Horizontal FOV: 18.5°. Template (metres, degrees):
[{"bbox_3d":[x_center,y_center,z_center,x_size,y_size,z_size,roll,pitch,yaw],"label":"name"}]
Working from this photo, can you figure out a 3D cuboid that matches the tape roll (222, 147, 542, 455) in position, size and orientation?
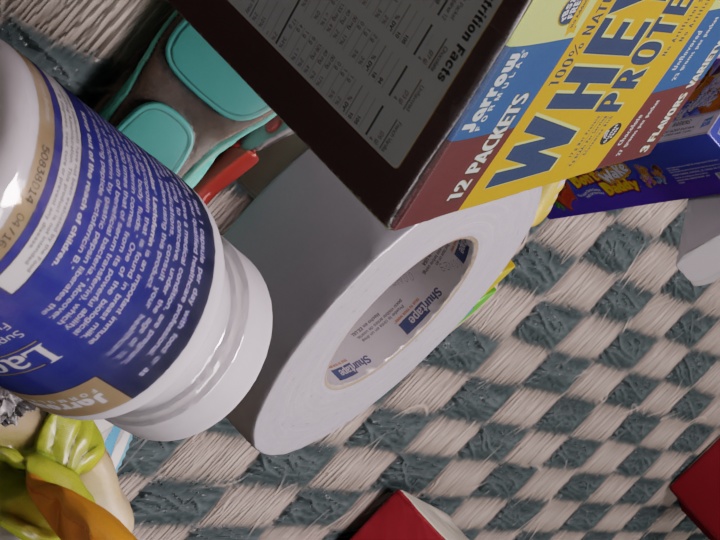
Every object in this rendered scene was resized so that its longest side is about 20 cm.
[{"bbox_3d":[0.000,0.000,1.109,0.200,0.066,0.201,-40,164,-14],"label":"tape roll"}]

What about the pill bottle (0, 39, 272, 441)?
[{"bbox_3d":[-0.126,-0.007,0.904,0.116,0.116,0.200,-46,141,5],"label":"pill bottle"}]

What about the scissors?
[{"bbox_3d":[-0.049,-0.068,1.029,0.200,0.073,0.014,-38,130,21],"label":"scissors"}]

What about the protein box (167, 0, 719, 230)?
[{"bbox_3d":[0.035,-0.147,0.887,0.198,0.200,0.135,-17,147,-51],"label":"protein box"}]

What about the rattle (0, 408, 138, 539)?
[{"bbox_3d":[-0.202,0.155,1.056,0.199,0.143,0.131,-22,137,-7],"label":"rattle"}]

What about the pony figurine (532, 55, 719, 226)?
[{"bbox_3d":[0.148,-0.134,1.173,0.193,0.166,0.200,-50,178,-29],"label":"pony figurine"}]

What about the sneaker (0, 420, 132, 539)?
[{"bbox_3d":[-0.145,0.053,1.134,0.200,0.076,0.081,-52,151,3],"label":"sneaker"}]

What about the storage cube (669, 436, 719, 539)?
[{"bbox_3d":[0.492,0.276,2.613,0.200,0.180,0.171,-43,160,0],"label":"storage cube"}]

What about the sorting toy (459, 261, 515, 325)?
[{"bbox_3d":[0.035,0.037,1.439,0.185,0.037,0.200,-38,169,-12],"label":"sorting toy"}]

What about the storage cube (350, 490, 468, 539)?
[{"bbox_3d":[0.046,0.312,1.827,0.180,0.171,0.200,-46,159,2],"label":"storage cube"}]

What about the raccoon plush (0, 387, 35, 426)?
[{"bbox_3d":[-0.195,0.060,1.024,0.134,0.097,0.199,-47,162,30],"label":"raccoon plush"}]

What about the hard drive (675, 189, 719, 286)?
[{"bbox_3d":[0.246,-0.086,1.253,0.132,0.026,0.201,-32,-158,34],"label":"hard drive"}]

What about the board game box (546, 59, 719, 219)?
[{"bbox_3d":[0.188,-0.101,1.296,0.135,0.045,0.200,-53,-160,-22],"label":"board game box"}]

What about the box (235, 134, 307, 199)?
[{"bbox_3d":[0.010,-0.118,1.089,0.200,0.068,0.082,-45,160,3],"label":"box"}]

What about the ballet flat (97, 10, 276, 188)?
[{"bbox_3d":[-0.077,-0.083,1.012,0.200,0.067,0.070,-45,-163,9],"label":"ballet flat"}]
